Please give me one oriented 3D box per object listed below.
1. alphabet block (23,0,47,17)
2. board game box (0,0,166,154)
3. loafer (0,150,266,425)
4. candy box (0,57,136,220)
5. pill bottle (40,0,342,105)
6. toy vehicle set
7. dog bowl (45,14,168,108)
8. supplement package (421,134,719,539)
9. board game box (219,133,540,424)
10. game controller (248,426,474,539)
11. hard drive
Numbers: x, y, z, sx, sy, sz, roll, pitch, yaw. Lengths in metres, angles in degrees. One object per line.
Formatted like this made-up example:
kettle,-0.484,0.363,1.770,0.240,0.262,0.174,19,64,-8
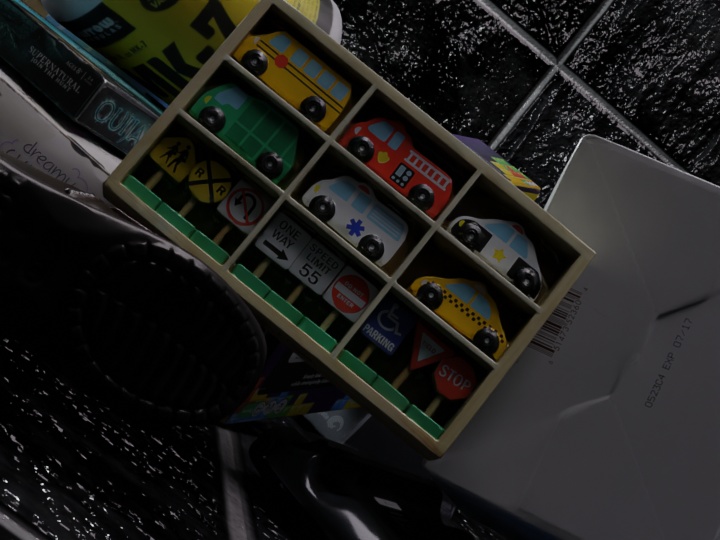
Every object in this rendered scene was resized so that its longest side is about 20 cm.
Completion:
alphabet block,-0.291,-0.293,1.655,0.196,0.200,0.195,38,3,-26
board game box,-0.142,-0.096,0.910,0.135,0.028,0.200,39,2,24
loafer,-0.125,-0.005,0.726,0.200,0.073,0.071,38,5,-25
candy box,-0.157,-0.042,0.889,0.168,0.072,0.200,41,3,17
pill bottle,-0.116,-0.170,0.971,0.200,0.115,0.114,36,5,-31
toy vehicle set,-0.005,-0.021,0.772,0.200,0.124,0.027,39,-13,-2
dog bowl,-0.205,-0.137,1.093,0.199,0.050,0.111,7,-20,26
supplement package,0.147,0.067,0.880,0.146,0.192,0.200,25,-10,15
board game box,0.000,0.000,0.912,0.057,0.166,0.200,39,16,22
game controller,0.013,0.131,0.831,0.105,0.042,0.200,57,11,24
hard drive,-0.015,0.077,1.098,0.135,0.042,0.200,36,5,-39
